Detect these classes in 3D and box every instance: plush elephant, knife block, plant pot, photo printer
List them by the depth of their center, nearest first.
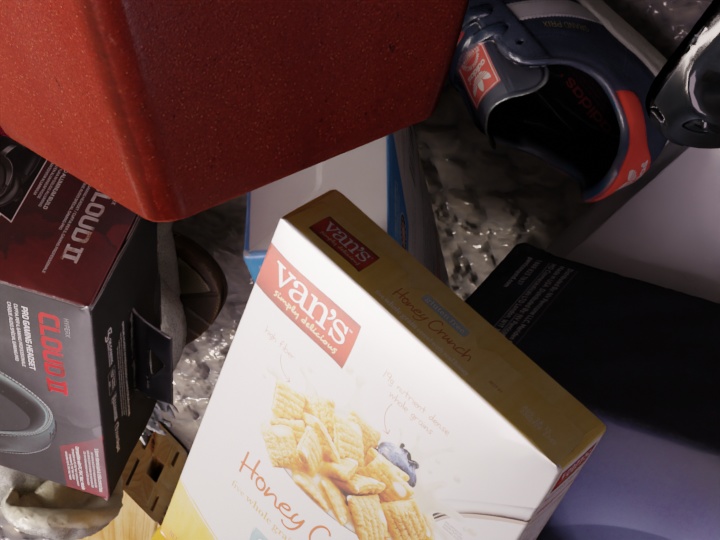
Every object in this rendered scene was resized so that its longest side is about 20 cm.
[{"bbox_3d":[-0.065,-0.136,0.589,0.199,0.199,0.178,28,134,47],"label":"plant pot"},{"bbox_3d":[0.185,0.014,0.766,0.167,0.069,0.200,47,126,1],"label":"photo printer"},{"bbox_3d":[-0.177,0.054,0.840,0.163,0.155,0.202,10,131,30],"label":"plush elephant"},{"bbox_3d":[-0.180,0.183,1.106,0.174,0.064,0.200,-20,122,33],"label":"knife block"}]

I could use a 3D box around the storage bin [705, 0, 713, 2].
[{"bbox_3d":[0.122,-0.216,0.593,0.133,0.094,0.202,11,136,10],"label":"storage bin"}]

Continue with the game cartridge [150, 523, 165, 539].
[{"bbox_3d":[-0.004,0.142,0.720,0.177,0.032,0.200,50,138,11],"label":"game cartridge"}]

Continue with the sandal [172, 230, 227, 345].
[{"bbox_3d":[-0.135,0.014,0.942,0.082,0.055,0.200,43,147,-7],"label":"sandal"}]

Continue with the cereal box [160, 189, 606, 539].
[{"bbox_3d":[-0.001,0.087,0.635,0.144,0.039,0.201,40,133,19],"label":"cereal box"}]

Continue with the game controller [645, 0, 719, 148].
[{"bbox_3d":[0.212,-0.093,0.644,0.198,0.042,0.105,-5,139,-31],"label":"game controller"}]

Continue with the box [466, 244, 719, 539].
[{"bbox_3d":[0.131,0.122,0.721,0.196,0.123,0.202,16,123,23],"label":"box"}]

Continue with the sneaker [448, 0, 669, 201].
[{"bbox_3d":[0.056,-0.109,0.712,0.199,0.085,0.075,36,137,1],"label":"sneaker"}]

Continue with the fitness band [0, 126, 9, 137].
[{"bbox_3d":[-0.130,-0.112,0.690,0.201,0.144,0.037,54,166,-30],"label":"fitness band"}]

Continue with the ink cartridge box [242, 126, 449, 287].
[{"bbox_3d":[0.000,0.000,0.750,0.067,0.116,0.201,-5,145,9],"label":"ink cartridge box"}]

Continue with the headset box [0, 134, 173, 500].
[{"bbox_3d":[-0.173,0.012,0.691,0.198,0.078,0.150,17,142,7],"label":"headset box"}]
